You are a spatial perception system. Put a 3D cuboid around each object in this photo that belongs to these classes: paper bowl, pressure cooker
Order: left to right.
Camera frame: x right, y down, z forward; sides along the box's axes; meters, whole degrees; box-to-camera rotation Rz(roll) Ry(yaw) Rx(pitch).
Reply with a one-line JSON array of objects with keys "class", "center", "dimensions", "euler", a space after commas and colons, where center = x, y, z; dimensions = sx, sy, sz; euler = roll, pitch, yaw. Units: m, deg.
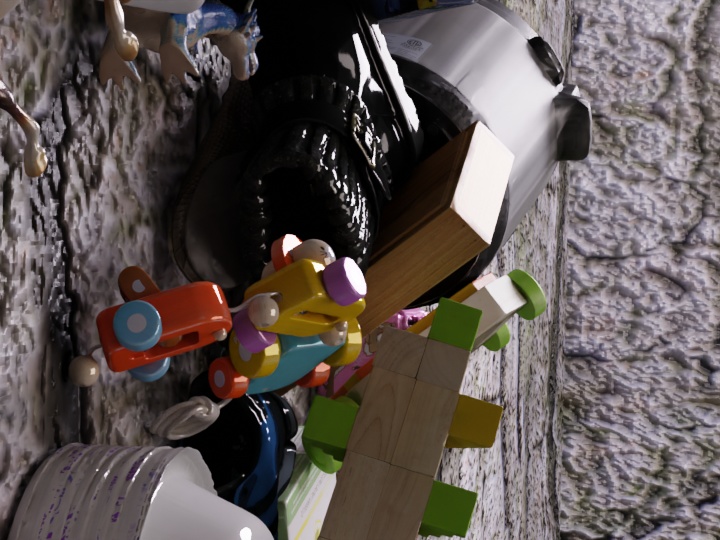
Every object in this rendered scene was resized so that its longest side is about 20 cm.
[{"class": "paper bowl", "center": [-0.096, 0.183, 1.120], "dimensions": [0.201, 0.104, 0.201], "euler": [1, 90, -80]}, {"class": "pressure cooker", "center": [0.041, -0.087, 1.519], "dimensions": [0.179, 0.176, 0.200], "euler": [-43, -175, 33]}]

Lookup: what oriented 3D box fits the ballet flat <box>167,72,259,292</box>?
[{"class": "ballet flat", "center": [-0.073, -0.057, 1.356], "dimensions": [0.067, 0.046, 0.200], "euler": [50, 36, -29]}]

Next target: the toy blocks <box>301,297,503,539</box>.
[{"class": "toy blocks", "center": [0.011, 0.129, 1.330], "dimensions": [0.137, 0.100, 0.201], "euler": [99, 8, -67]}]

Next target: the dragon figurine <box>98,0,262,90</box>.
[{"class": "dragon figurine", "center": [-0.102, -0.156, 1.137], "dimensions": [0.100, 0.059, 0.200], "euler": [-78, 155, -46]}]

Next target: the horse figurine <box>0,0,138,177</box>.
[{"class": "horse figurine", "center": [-0.135, -0.109, 0.916], "dimensions": [0.200, 0.050, 0.133], "euler": [-53, 144, -23]}]

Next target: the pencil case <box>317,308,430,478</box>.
[{"class": "pencil case", "center": [0.006, 0.122, 1.681], "dimensions": [0.087, 0.082, 0.201], "euler": [54, 40, -74]}]

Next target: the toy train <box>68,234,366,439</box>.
[{"class": "toy train", "center": [-0.072, 0.026, 1.208], "dimensions": [0.200, 0.150, 0.056], "euler": [80, -10, -74]}]

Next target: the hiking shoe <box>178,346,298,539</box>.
[{"class": "hiking shoe", "center": [-0.078, 0.151, 1.323], "dimensions": [0.087, 0.074, 0.201], "euler": [50, 33, -61]}]

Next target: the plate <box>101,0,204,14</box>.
[{"class": "plate", "center": [-0.112, -0.214, 1.003], "dimensions": [0.200, 0.032, 0.200], "euler": [-2, 94, -60]}]

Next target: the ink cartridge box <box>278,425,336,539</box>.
[{"class": "ink cartridge box", "center": [-0.047, 0.216, 1.520], "dimensions": [0.146, 0.048, 0.201], "euler": [-55, 143, -71]}]

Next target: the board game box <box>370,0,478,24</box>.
[{"class": "board game box", "center": [0.041, -0.242, 1.352], "dimensions": [0.200, 0.061, 0.201], "euler": [-171, -98, -75]}]

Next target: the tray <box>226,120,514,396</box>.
[{"class": "tray", "center": [0.000, 0.000, 1.396], "dimensions": [0.037, 0.200, 0.099], "euler": [44, 32, -17]}]

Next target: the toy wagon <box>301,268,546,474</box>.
[{"class": "toy wagon", "center": [0.030, 0.068, 1.497], "dimensions": [0.040, 0.155, 0.200], "euler": [53, -23, 5]}]

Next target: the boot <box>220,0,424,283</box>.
[{"class": "boot", "center": [-0.041, -0.096, 1.307], "dimensions": [0.211, 0.079, 0.158], "euler": [57, 33, -18]}]
